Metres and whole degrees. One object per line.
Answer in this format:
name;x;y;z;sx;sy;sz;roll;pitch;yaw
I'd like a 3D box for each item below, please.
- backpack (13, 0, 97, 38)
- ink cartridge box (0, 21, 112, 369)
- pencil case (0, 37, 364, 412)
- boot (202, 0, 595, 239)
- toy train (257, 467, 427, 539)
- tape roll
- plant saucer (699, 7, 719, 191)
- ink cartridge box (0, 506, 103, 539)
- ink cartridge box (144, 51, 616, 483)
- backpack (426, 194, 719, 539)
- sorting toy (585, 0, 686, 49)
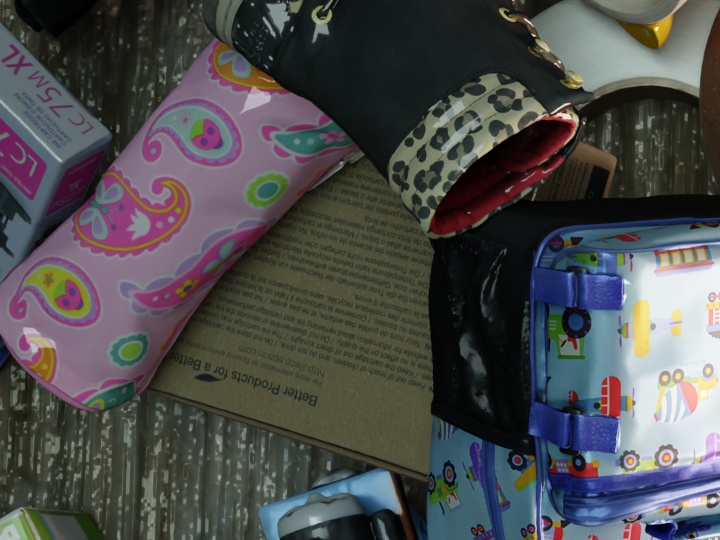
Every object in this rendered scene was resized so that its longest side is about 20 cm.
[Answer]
backpack;-0.122;-0.204;1.228;0.200;0.191;0.154;-30;112;9
ink cartridge box;-0.195;-0.037;1.248;0.119;0.200;0.042;45;51;12
pencil case;-0.077;-0.028;1.176;0.200;0.087;0.087;-46;76;15
boot;0.056;-0.115;1.088;0.203;0.074;0.154;-35;62;-13
toy train;0.010;0.186;1.200;0.086;0.114;0.201;-17;80;9
tape roll;0.136;-0.035;1.240;0.202;0.037;0.204;-2;83;13
plant saucer;0.255;-0.078;1.194;0.199;0.034;0.201;1;80;-4
ink cartridge box;-0.200;0.172;1.204;0.147;0.200;0.076;-28;78;7
ink cartridge box;0.000;0.000;1.217;0.199;0.075;0.165;16;91;31
backpack;0.119;0.072;1.099;0.182;0.134;0.201;-2;98;-29
sorting toy;0.154;-0.212;1.222;0.180;0.107;0.200;-37;56;-15
